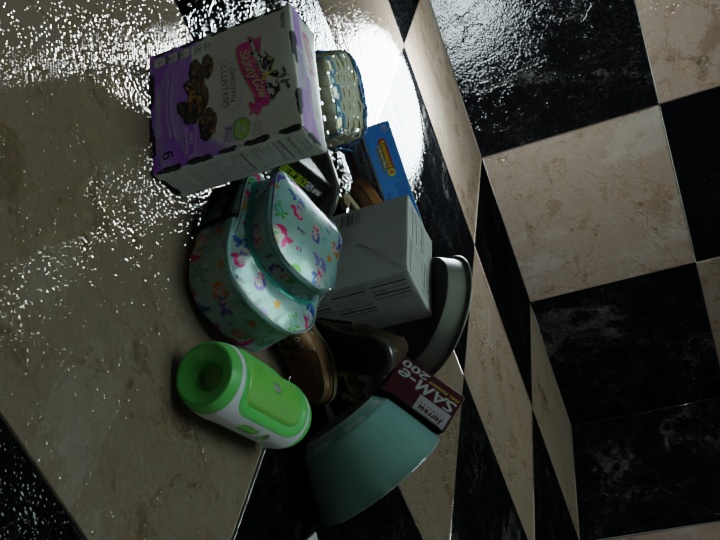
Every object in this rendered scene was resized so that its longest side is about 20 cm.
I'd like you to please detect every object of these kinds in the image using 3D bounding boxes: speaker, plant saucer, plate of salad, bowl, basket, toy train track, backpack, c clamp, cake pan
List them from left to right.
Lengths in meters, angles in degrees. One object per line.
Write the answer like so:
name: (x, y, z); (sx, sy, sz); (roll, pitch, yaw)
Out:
speaker: (-0.130, 0.149, 1.052); (0.200, 0.087, 0.090); (45, 35, -57)
backpack: (-0.118, -0.009, 1.121); (0.178, 0.149, 0.202); (46, 41, -32)
c clamp: (-0.086, -0.089, 1.339); (0.027, 0.171, 0.201); (21, 36, -27)
basket: (-0.056, -0.287, 1.517); (0.200, 0.137, 0.179); (-19, 100, -66)
plate of salad: (-0.009, 0.213, 1.428); (0.200, 0.047, 0.203); (-14, 90, -72)
bowl: (0.001, 0.247, 1.247); (0.106, 0.200, 0.201); (55, 19, 1)
toy train track: (0.025, -0.045, 1.558); (0.201, 0.032, 0.115); (52, -23, -2)
plant saucer: (0.027, -0.071, 1.660); (0.202, 0.032, 0.201); (61, -10, 19)
cake pan: (0.105, 0.067, 1.386); (0.036, 0.201, 0.202); (21, 44, -18)

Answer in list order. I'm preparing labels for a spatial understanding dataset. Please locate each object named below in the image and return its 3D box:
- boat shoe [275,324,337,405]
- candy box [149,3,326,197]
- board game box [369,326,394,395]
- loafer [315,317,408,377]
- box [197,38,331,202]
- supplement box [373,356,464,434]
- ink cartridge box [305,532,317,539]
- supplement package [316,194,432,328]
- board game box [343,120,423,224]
boat shoe: (-0.093, 0.093, 1.248); (0.068, 0.071, 0.202); (0, 67, -67)
candy box: (-0.148, -0.200, 1.077); (0.071, 0.198, 0.170); (40, 39, -61)
board game box: (0.051, 0.132, 1.547); (0.166, 0.056, 0.203); (69, 22, -70)
loafer: (-0.012, 0.109, 1.281); (0.070, 0.198, 0.074); (-10, 106, -45)
box: (-0.140, -0.198, 1.230); (0.194, 0.047, 0.200); (52, 8, 23)
supplement box: (0.079, 0.192, 1.337); (0.061, 0.108, 0.200); (-55, 177, -13)
ink cartridge box: (-0.079, 0.433, 1.052); (0.176, 0.044, 0.203); (-11, 88, -72)
supplement package: (0.000, 0.000, 1.370); (0.157, 0.197, 0.111); (-86, 154, -42)
board game box: (0.036, -0.165, 1.685); (0.196, 0.055, 0.202); (-168, -122, -77)
